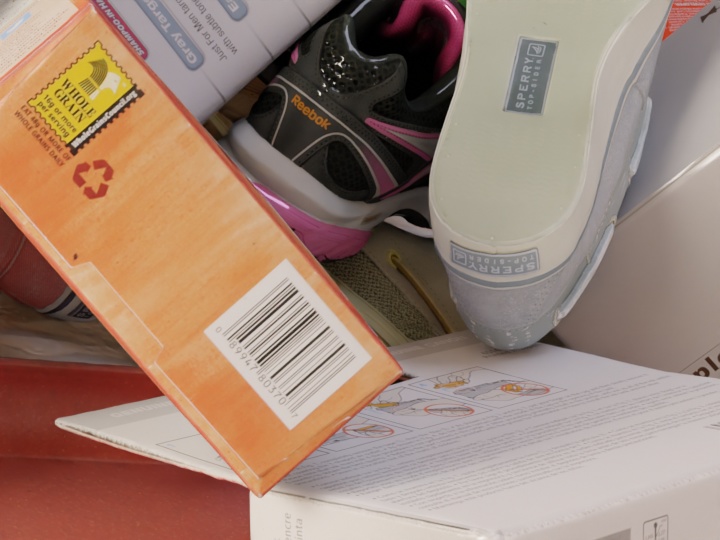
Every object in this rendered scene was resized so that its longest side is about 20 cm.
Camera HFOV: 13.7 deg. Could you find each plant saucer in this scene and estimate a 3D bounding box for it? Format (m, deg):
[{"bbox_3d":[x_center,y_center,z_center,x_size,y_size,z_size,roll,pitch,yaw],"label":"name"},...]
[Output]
[{"bbox_3d":[-0.060,0.095,0.875,0.200,0.037,0.200,6,29,-32],"label":"plant saucer"}]

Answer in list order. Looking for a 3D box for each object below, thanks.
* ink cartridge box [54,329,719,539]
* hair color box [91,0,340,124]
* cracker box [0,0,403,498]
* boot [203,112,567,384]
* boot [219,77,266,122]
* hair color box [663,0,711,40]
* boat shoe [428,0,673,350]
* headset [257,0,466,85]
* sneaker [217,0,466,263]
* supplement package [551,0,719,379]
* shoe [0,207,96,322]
[{"bbox_3d":[0.038,0.064,0.913,0.176,0.045,0.200,9,14,42],"label":"ink cartridge box"},{"bbox_3d":[-0.051,-0.123,1.049,0.200,0.061,0.099,-44,102,-30],"label":"hair color box"},{"bbox_3d":[-0.067,-0.023,0.883,0.134,0.058,0.200,50,-2,-16],"label":"cracker box"},{"bbox_3d":[0.000,0.000,1.134,0.155,0.072,0.200,-1,39,-49],"label":"boot"},{"bbox_3d":[-0.075,-0.088,1.276,0.200,0.072,0.166,34,15,11],"label":"boot"},{"bbox_3d":[0.152,-0.053,1.363,0.064,0.111,0.200,-4,33,-27],"label":"hair color box"},{"bbox_3d":[0.065,-0.057,1.039,0.070,0.072,0.201,10,48,12],"label":"boat shoe"},{"bbox_3d":[-0.021,-0.126,1.178,0.200,0.124,0.094,-19,59,-33],"label":"headset"},{"bbox_3d":[0.020,-0.064,1.090,0.080,0.086,0.200,36,22,6],"label":"sneaker"},{"bbox_3d":[0.161,0.018,1.111,0.200,0.120,0.121,47,16,-19],"label":"supplement package"},{"bbox_3d":[-0.146,-0.060,1.102,0.091,0.072,0.200,21,26,-30],"label":"shoe"}]
